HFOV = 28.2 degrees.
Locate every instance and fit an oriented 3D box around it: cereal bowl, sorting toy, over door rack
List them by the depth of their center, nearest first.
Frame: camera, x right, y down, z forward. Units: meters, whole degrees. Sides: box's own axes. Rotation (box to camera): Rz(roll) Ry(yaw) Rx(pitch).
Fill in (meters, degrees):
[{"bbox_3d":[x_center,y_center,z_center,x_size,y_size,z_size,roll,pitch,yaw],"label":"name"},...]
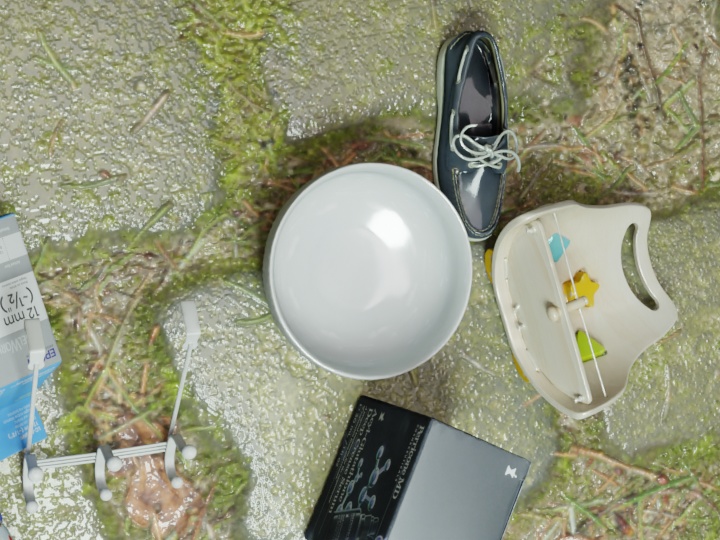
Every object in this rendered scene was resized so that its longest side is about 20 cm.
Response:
[{"bbox_3d":[-0.215,0.126,1.225,0.146,0.067,0.202,-6,131,-22],"label":"over door rack"},{"bbox_3d":[0.000,0.000,1.337,0.197,0.083,0.203,0,91,-18],"label":"cereal bowl"},{"bbox_3d":[0.232,0.019,1.414,0.178,0.107,0.203,-20,97,-25],"label":"sorting toy"}]

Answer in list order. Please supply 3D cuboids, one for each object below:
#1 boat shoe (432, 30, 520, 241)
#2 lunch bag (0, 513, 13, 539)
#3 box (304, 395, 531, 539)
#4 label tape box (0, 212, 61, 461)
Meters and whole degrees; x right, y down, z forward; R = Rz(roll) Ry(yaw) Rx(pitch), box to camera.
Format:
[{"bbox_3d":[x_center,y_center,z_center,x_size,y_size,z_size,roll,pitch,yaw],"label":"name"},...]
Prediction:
[{"bbox_3d":[0.114,-0.130,1.384,0.074,0.062,0.203,1,91,-21],"label":"boat shoe"},{"bbox_3d":[-0.304,0.282,1.114,0.123,0.200,0.172,-20,80,-21],"label":"lunch bag"},{"bbox_3d":[0.047,0.210,1.296,0.106,0.200,0.150,24,83,-18],"label":"box"},{"bbox_3d":[-0.328,0.069,1.203,0.143,0.066,0.202,-25,99,-51],"label":"label tape box"}]
